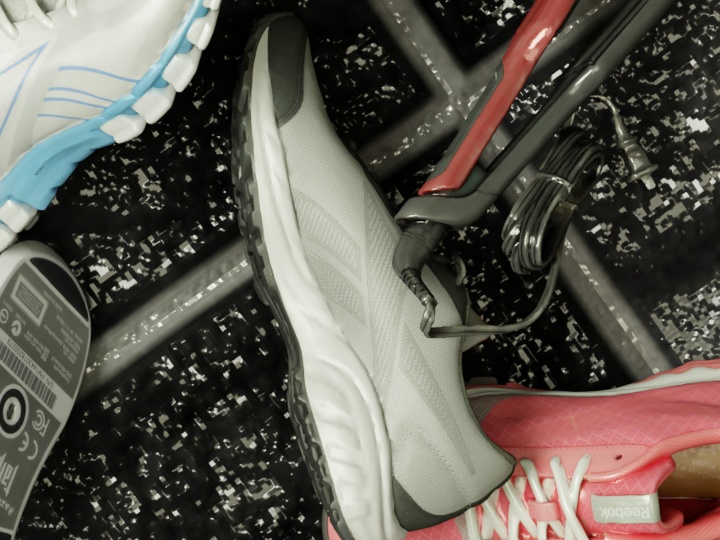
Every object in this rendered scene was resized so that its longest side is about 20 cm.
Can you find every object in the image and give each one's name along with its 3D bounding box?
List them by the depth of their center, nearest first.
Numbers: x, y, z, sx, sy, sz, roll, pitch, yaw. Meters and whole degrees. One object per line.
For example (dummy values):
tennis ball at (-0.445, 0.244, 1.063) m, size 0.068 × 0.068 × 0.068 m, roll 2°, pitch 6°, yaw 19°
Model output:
sneaker at (-0.120, -0.075, 0.760) m, size 0.086 × 0.075 × 0.200 m, roll 23°, pitch 133°, yaw -31°
hair straightener at (0.079, -0.051, 0.807) m, size 0.077 × 0.041 × 0.200 m, roll 37°, pitch 67°, yaw -10°
computer mouse at (-0.154, 0.081, 0.813) m, size 0.044 × 0.110 × 0.201 m, roll 2°, pitch 58°, yaw 30°
sneaker at (0.000, 0.000, 0.822) m, size 0.079 × 0.074 × 0.201 m, roll -17°, pitch 86°, yaw -6°
sneaker at (0.082, 0.077, 0.841) m, size 0.199 × 0.087 × 0.074 m, roll -13°, pitch 100°, yaw -1°
